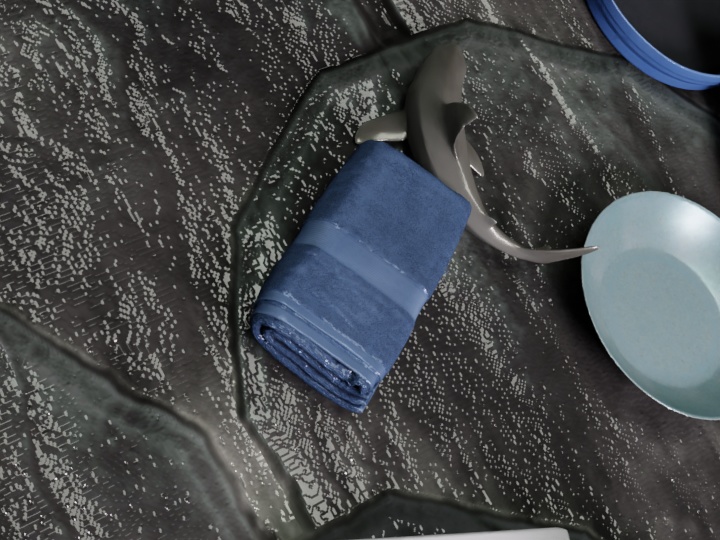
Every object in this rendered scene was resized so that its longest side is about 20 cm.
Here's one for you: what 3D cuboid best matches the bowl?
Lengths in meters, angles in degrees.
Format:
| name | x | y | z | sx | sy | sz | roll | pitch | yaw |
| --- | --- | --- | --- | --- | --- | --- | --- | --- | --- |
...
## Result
| name | x | y | z | sx | sy | sz | roll | pitch | yaw |
| --- | --- | --- | --- | --- | --- | --- | --- | --- | --- |
| bowl | 0.287 | -0.254 | 1.564 | 0.200 | 0.039 | 0.201 | 13 | 60 | -24 |

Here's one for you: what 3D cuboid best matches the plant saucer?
| name | x | y | z | sx | sy | sz | roll | pitch | yaw |
| --- | --- | --- | --- | --- | --- | --- | --- | --- | --- |
| plant saucer | 0.255 | 0.033 | 1.400 | 0.200 | 0.039 | 0.202 | 12 | 61 | -23 |

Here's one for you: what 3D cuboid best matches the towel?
| name | x | y | z | sx | sy | sz | roll | pitch | yaw |
| --- | --- | --- | --- | --- | --- | --- | --- | --- | --- |
| towel | 0.000 | 0.000 | 1.266 | 0.112 | 0.049 | 0.200 | 37 | 54 | -8 |

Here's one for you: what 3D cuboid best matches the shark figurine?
| name | x | y | z | sx | sy | sz | roll | pitch | yaw |
| --- | --- | --- | --- | --- | --- | --- | --- | --- | --- |
| shark figurine | 0.086 | -0.086 | 1.336 | 0.128 | 0.090 | 0.215 | -19 | 74 | -34 |

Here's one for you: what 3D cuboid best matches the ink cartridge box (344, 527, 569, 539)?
| name | x | y | z | sx | sy | sz | roll | pitch | yaw |
| --- | --- | --- | --- | --- | --- | --- | --- | --- | --- |
| ink cartridge box | 0.071 | 0.269 | 1.173 | 0.199 | 0.044 | 0.174 | 2 | 66 | -29 |
